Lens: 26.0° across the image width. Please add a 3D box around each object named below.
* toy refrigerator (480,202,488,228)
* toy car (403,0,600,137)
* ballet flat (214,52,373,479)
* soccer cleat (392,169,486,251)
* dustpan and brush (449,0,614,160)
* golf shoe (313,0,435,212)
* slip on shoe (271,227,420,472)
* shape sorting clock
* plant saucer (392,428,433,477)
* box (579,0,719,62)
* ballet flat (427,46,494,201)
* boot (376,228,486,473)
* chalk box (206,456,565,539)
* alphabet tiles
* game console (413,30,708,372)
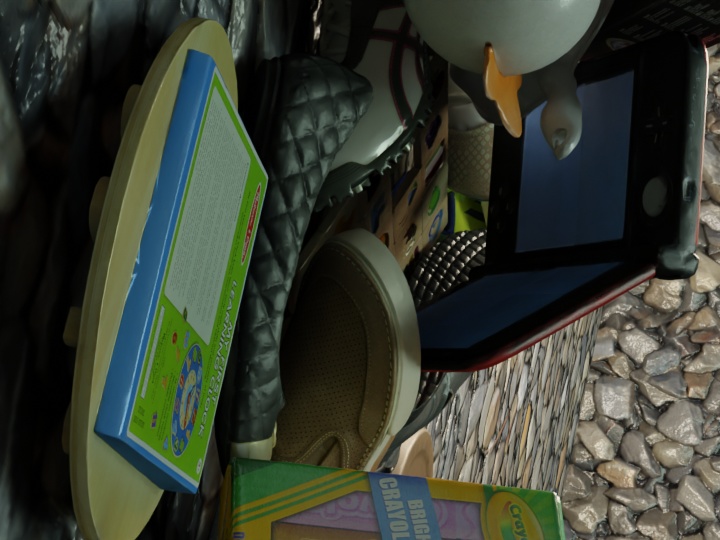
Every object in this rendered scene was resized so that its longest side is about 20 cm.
[{"bbox_3d":[0.102,-0.104,1.058,0.076,0.069,0.202,-16,92,-75],"label":"toy refrigerator"},{"bbox_3d":[0.070,-0.165,0.722,0.177,0.183,0.202,-37,130,-71],"label":"toy car"},{"bbox_3d":[-0.034,0.002,0.705,0.066,0.056,0.202,-162,-99,-75],"label":"ballet flat"},{"bbox_3d":[0.057,-0.045,1.059,0.200,0.064,0.084,-54,149,-61],"label":"soccer cleat"},{"bbox_3d":[0.096,-0.114,0.811,0.140,0.057,0.200,-49,-171,29],"label":"dustpan and brush"},{"bbox_3d":[0.002,-0.119,0.795,0.088,0.077,0.201,46,59,-30],"label":"golf shoe"},{"bbox_3d":[-0.026,0.072,0.762,0.060,0.076,0.201,-18,140,-38],"label":"slip on shoe"},{"bbox_3d":[-0.077,0.005,0.589,0.200,0.039,0.202,9,90,-81],"label":"shape sorting clock"},{"bbox_3d":[0.020,0.201,1.166,0.200,0.029,0.202,11,90,-76],"label":"plant saucer"},{"bbox_3d":[0.178,-0.189,0.788,0.200,0.044,0.161,173,-59,-81],"label":"box"},{"bbox_3d":[0.058,-0.139,0.958,0.062,0.067,0.202,44,37,-62],"label":"ballet flat"},{"bbox_3d":[0.032,0.065,0.961,0.200,0.070,0.132,-37,159,-42],"label":"boot"},{"bbox_3d":[0.027,0.174,0.700,0.125,0.198,0.125,112,-18,-49],"label":"chalk box"},{"bbox_3d":[0.000,0.000,0.864,0.201,0.008,0.168,-57,161,-26],"label":"alphabet tiles"},{"bbox_3d":[0.073,-0.031,0.799,0.200,0.118,0.174,174,-78,-67],"label":"game console"}]
